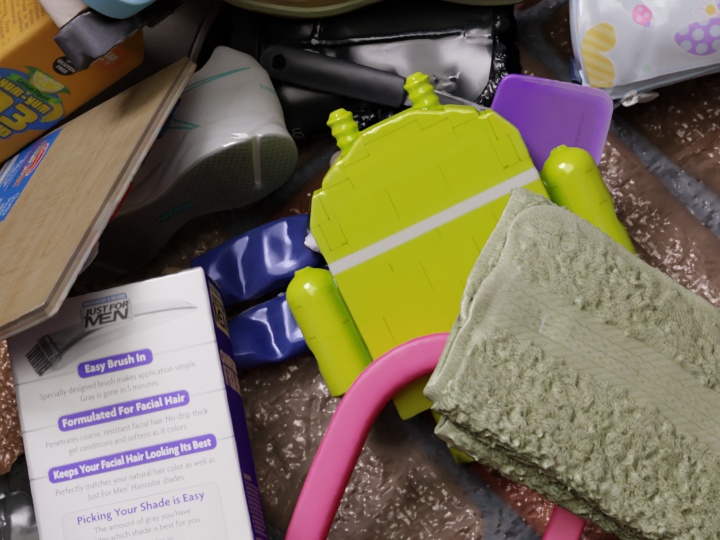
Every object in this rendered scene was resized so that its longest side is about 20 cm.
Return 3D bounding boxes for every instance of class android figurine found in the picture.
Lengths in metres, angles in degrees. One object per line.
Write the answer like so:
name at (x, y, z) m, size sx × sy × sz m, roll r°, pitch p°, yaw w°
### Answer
android figurine at (0.049, -0.004, 1.224) m, size 0.182 × 0.041 × 0.200 m, roll -27°, pitch 95°, yaw 4°

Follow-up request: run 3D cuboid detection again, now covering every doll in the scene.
doll at (0.000, 0.000, 1.272) m, size 0.199 × 0.048 × 0.137 m, roll -23°, pitch 78°, yaw 4°

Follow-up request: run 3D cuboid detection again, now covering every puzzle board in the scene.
puzzle board at (-0.170, -0.021, 1.207) m, size 0.150 × 0.017 × 0.200 m, roll -24°, pitch 28°, yaw 38°

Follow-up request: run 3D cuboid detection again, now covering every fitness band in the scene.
fitness band at (0.040, 0.131, 1.190) m, size 0.143 × 0.037 × 0.201 m, roll 22°, pitch 89°, yaw 6°

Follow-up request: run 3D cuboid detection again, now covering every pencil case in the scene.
pencil case at (0.211, -0.146, 1.274) m, size 0.199 × 0.083 × 0.091 m, roll -11°, pitch 52°, yaw 5°

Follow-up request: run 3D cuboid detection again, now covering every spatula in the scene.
spatula at (0.037, -0.092, 1.257) m, size 0.199 × 0.021 × 0.057 m, roll 16°, pitch 102°, yaw 18°

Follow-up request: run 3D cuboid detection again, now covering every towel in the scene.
towel at (0.133, 0.060, 1.169) m, size 0.200 × 0.036 × 0.149 m, roll 32°, pitch 61°, yaw -15°

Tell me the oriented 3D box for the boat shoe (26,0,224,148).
boat shoe at (-0.137, -0.127, 1.359) m, size 0.073 × 0.063 × 0.200 m, roll 33°, pitch 82°, yaw -25°

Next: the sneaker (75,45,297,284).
sneaker at (-0.126, -0.055, 1.298) m, size 0.200 × 0.070 × 0.080 m, roll -26°, pitch 58°, yaw 19°

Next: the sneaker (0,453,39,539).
sneaker at (-0.174, 0.104, 1.252) m, size 0.099 × 0.071 × 0.201 m, roll 8°, pitch 74°, yaw 9°

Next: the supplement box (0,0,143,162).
supplement box at (-0.216, -0.105, 1.303) m, size 0.200 × 0.066 × 0.069 m, roll -34°, pitch 47°, yaw 24°

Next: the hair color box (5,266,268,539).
hair color box at (-0.109, 0.109, 1.178) m, size 0.109 × 0.065 × 0.201 m, roll -12°, pitch 79°, yaw 5°

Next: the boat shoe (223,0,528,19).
boat shoe at (0.004, -0.184, 1.260) m, size 0.199 × 0.076 × 0.072 m, roll -3°, pitch 75°, yaw 7°

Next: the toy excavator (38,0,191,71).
toy excavator at (-0.072, -0.211, 1.193) m, size 0.100 × 0.200 × 0.194 m, roll 55°, pitch 43°, yaw -7°

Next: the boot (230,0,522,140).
boot at (0.009, -0.156, 1.324) m, size 0.162 × 0.073 × 0.199 m, roll -2°, pitch 75°, yaw 13°
